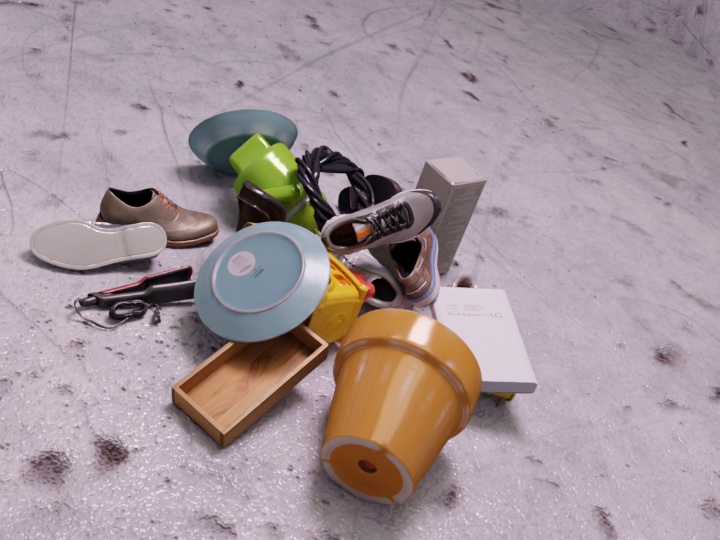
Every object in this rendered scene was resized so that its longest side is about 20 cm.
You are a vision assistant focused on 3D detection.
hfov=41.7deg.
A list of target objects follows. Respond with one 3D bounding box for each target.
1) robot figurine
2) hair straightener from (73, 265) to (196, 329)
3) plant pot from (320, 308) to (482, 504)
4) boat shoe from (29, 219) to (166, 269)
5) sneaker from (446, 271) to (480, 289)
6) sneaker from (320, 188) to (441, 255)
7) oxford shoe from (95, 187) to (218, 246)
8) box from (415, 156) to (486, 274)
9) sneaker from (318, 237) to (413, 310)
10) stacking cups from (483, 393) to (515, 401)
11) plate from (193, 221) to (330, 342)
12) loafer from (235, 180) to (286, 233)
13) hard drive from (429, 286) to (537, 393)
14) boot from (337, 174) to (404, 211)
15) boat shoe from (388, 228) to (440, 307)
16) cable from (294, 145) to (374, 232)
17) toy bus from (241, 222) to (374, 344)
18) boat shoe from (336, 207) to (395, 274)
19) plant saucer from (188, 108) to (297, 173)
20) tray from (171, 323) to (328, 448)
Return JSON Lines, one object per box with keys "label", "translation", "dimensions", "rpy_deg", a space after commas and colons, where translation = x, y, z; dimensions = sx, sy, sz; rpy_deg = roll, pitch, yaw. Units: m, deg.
{"label": "robot figurine", "translation": [-0.135, -0.131, 1.599], "dimensions": [0.201, 0.115, 0.175], "rpy_deg": [49, -6, -2]}
{"label": "hair straightener", "translation": [-0.309, 0.040, 1.337], "dimensions": [0.198, 0.041, 0.077], "rpy_deg": [-10, 43, -41]}
{"label": "plant pot", "translation": [0.038, 0.185, 1.213], "dimensions": [0.197, 0.202, 0.184], "rpy_deg": [25, 47, 5]}
{"label": "boat shoe", "translation": [-0.391, -0.037, 1.406], "dimensions": [0.196, 0.074, 0.062], "rpy_deg": [-4, -4, -26]}
{"label": "sneaker", "translation": [0.191, 0.084, 1.550], "dimensions": [0.077, 0.080, 0.201], "rpy_deg": [2, 38, -30]}
{"label": "sneaker", "translation": [0.031, -0.068, 1.451], "dimensions": [0.197, 0.075, 0.079], "rpy_deg": [-20, 6, 7]}
{"label": "oxford shoe", "translation": [-0.313, -0.088, 1.494], "dimensions": [0.197, 0.076, 0.071], "rpy_deg": [3, 35, -29]}
{"label": "box", "translation": [0.135, -0.092, 1.658], "dimensions": [0.094, 0.203, 0.078], "rpy_deg": [-10, 43, -41]}
{"label": "sneaker", "translation": [0.000, 0.000, 1.532], "dimensions": [0.198, 0.076, 0.099], "rpy_deg": [31, 3, 15]}
{"label": "stacking cups", "translation": [0.142, 0.151, 1.448], "dimensions": [0.196, 0.061, 0.061], "rpy_deg": [13, 32, -6]}
{"label": "plate", "translation": [-0.139, 0.007, 1.301], "dimensions": [0.196, 0.026, 0.203], "rpy_deg": [-7, 54, 10]}
{"label": "loafer", "translation": [-0.159, -0.067, 1.472], "dimensions": [0.072, 0.201, 0.072], "rpy_deg": [31, 72, 16]}
{"label": "hard drive", "translation": [0.182, 0.103, 1.444], "dimensions": [0.129, 0.027, 0.202], "rpy_deg": [3, 40, -12]}
{"label": "boot", "translation": [0.084, -0.127, 1.749], "dimensions": [0.197, 0.187, 0.070], "rpy_deg": [2, 79, -30]}
{"label": "boat shoe", "translation": [0.084, -0.034, 1.523], "dimensions": [0.073, 0.072, 0.202], "rpy_deg": [48, 18, -36]}
{"label": "cable", "translation": [-0.042, -0.133, 1.580], "dimensions": [0.164, 0.050, 0.200], "rpy_deg": [55, 30, -3]}
{"label": "toy bus", "translation": [-0.079, 0.020, 1.426], "dimensions": [0.190, 0.137, 0.200], "rpy_deg": [-8, 40, -45]}
{"label": "boat shoe", "translation": [0.040, -0.052, 1.658], "dimensions": [0.198, 0.075, 0.062], "rpy_deg": [31, 53, 23]}
{"label": "plant saucer", "translation": [-0.207, -0.220, 1.681], "dimensions": [0.196, 0.200, 0.037], "rpy_deg": [2, 67, -28]}
{"label": "tray", "translation": [-0.143, 0.136, 1.252], "dimensions": [0.098, 0.037, 0.199], "rpy_deg": [35, 51, 21]}
